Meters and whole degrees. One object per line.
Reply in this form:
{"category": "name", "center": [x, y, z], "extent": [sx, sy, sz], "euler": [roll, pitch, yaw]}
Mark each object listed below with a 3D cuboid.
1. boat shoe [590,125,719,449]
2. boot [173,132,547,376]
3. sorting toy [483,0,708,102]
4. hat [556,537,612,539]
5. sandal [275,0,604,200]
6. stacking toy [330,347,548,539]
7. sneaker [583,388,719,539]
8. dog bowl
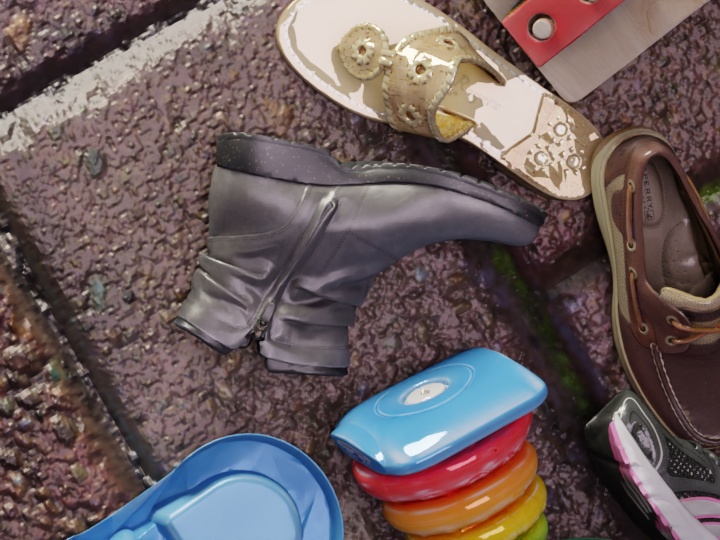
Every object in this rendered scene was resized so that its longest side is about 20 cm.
{"category": "boat shoe", "center": [0.187, 0.016, 1.715], "extent": [0.072, 0.072, 0.200], "euler": [-17, 104, -12]}
{"category": "boot", "center": [0.000, 0.000, 1.695], "extent": [0.200, 0.070, 0.132], "euler": [10, 90, -1]}
{"category": "sorting toy", "center": [0.129, -0.224, 1.667], "extent": [0.199, 0.070, 0.200], "euler": [-38, 95, 21]}
{"category": "hat", "center": [0.156, 0.249, 1.607], "extent": [0.200, 0.176, 0.166], "euler": [-2, 103, -21]}
{"category": "sandal", "center": [0.056, -0.107, 1.699], "extent": [0.211, 0.070, 0.078], "euler": [28, 84, -10]}
{"category": "stacking toy", "center": [0.072, 0.155, 1.696], "extent": [0.110, 0.116, 0.200], "euler": [-28, 109, -16]}
{"category": "sneaker", "center": [0.213, 0.138, 1.731], "extent": [0.086, 0.080, 0.200], "euler": [-43, 110, -9]}
{"category": "dog bowl", "center": [-0.104, 0.173, 1.673], "extent": [0.200, 0.050, 0.112], "euler": [-35, 96, -9]}
